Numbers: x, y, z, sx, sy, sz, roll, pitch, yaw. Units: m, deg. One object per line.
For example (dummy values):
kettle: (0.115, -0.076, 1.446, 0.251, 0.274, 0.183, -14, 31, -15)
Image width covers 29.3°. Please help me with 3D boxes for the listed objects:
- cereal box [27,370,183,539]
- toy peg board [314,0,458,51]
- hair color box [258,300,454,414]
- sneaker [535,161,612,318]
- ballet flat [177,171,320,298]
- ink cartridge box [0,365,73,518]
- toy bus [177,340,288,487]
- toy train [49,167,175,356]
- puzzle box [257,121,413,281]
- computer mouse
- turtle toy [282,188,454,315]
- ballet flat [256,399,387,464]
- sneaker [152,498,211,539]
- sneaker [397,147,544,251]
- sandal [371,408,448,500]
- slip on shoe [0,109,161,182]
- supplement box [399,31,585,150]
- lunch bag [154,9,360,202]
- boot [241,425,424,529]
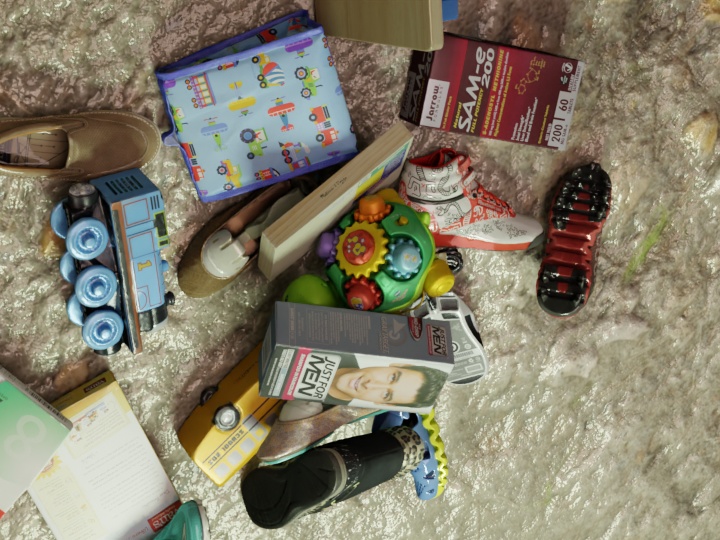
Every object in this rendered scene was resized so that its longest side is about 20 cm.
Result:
cereal box: (-0.296, 0.232, 1.545, 0.143, 0.039, 0.202, -29, 115, -12)
toy peg board: (0.042, -0.346, 1.441, 0.097, 0.198, 0.203, -17, 113, -34)
hair color box: (-0.006, 0.097, 1.503, 0.197, 0.061, 0.100, 7, 140, -13)
sneaker: (0.261, -0.031, 1.691, 0.070, 0.098, 0.203, 12, 76, 12)
ballet flat: (-0.120, -0.043, 1.518, 0.199, 0.072, 0.068, -39, 104, -8)
ink cartridge box: (-0.424, 0.194, 1.448, 0.160, 0.050, 0.201, 38, 87, -8)
toy bus: (-0.119, 0.146, 1.581, 0.200, 0.065, 0.078, -45, 118, -6)
toy train: (-0.256, -0.005, 1.457, 0.113, 0.087, 0.203, -17, 121, -22)
puzzle box: (-0.029, -0.074, 1.514, 0.199, 0.133, 0.025, -40, 81, -15)
computer mouse: (0.096, 0.054, 1.651, 0.108, 0.044, 0.202, -15, 123, 18)
turtle toy: (0.000, 0.000, 1.531, 0.200, 0.146, 0.101, -41, 152, 12)
ballet flat: (-0.039, 0.150, 1.558, 0.198, 0.068, 0.068, -23, 104, -30)
sneaker: (-0.231, 0.339, 1.552, 0.079, 0.078, 0.201, 16, 119, -37)
sneaker: (0.135, -0.084, 1.621, 0.198, 0.067, 0.110, 1, 108, -21)
sandal: (0.050, 0.187, 1.667, 0.086, 0.079, 0.203, -18, 105, -11)
slip on shoe: (-0.300, -0.128, 1.423, 0.197, 0.061, 0.077, 1, 105, -24)
supplement box: (0.153, -0.209, 1.596, 0.197, 0.061, 0.110, 6, 104, -24)
lunch bag: (-0.119, -0.169, 1.483, 0.197, 0.094, 0.152, -21, 116, -6)
boot: (-0.033, 0.240, 1.603, 0.152, 0.203, 0.074, -11, 77, -40)
